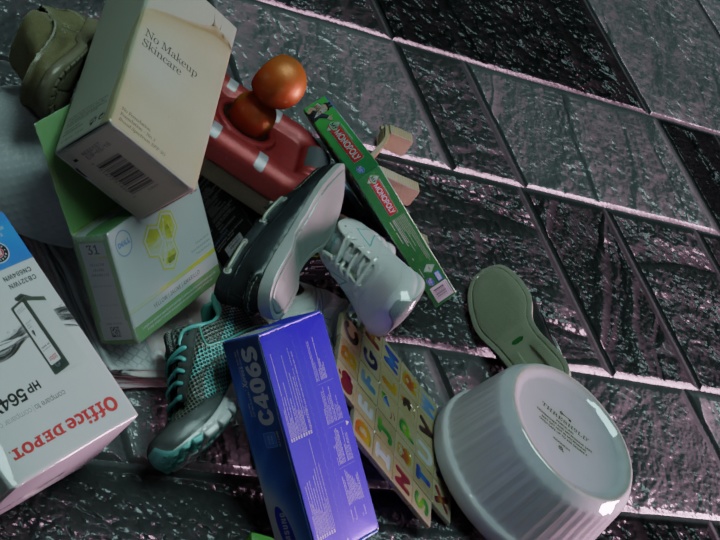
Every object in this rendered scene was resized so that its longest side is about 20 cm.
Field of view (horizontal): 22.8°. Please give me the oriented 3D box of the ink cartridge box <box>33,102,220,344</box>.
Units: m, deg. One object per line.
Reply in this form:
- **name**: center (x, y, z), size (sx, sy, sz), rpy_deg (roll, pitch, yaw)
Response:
- **ink cartridge box**: center (-0.196, -0.056, 1.538), size (0.146, 0.048, 0.201), rpy_deg (-41, 124, -54)

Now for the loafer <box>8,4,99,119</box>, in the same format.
- **loafer**: center (-0.278, -0.185, 1.574), size (0.067, 0.076, 0.200), rpy_deg (21, 17, -8)

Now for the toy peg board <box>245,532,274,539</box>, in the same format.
- **toy peg board**: center (-0.036, 0.310, 1.375), size (0.199, 0.098, 0.200), rpy_deg (20, 38, -27)

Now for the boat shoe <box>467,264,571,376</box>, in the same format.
- **boat shoe**: center (0.170, 0.076, 1.897), size (0.068, 0.072, 0.200), rpy_deg (59, 3, -48)

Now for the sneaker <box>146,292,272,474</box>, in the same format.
- **sneaker**: center (-0.141, 0.093, 1.532), size (0.091, 0.078, 0.200), rpy_deg (40, 41, -3)

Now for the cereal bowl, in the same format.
- **cereal bowl**: center (-0.276, -0.108, 1.605), size (0.200, 0.083, 0.200), rpy_deg (23, 24, -11)

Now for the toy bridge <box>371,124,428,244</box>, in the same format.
- **toy bridge**: center (0.032, -0.097, 1.982), size (0.067, 0.027, 0.200), rpy_deg (21, 37, -24)

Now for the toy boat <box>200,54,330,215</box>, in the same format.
- **toy boat**: center (-0.101, -0.151, 1.676), size (0.200, 0.131, 0.131), rpy_deg (34, 28, -14)

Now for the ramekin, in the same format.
- **ramekin**: center (0.174, 0.180, 1.718), size (0.202, 0.094, 0.203), rpy_deg (30, 36, -24)

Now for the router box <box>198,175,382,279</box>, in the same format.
- **router box**: center (-0.087, -0.065, 1.780), size (0.200, 0.062, 0.150), rpy_deg (-2, 50, -53)

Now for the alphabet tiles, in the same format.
- **alphabet tiles**: center (0.032, 0.137, 1.651), size (0.200, 0.006, 0.167), rpy_deg (52, 26, -28)

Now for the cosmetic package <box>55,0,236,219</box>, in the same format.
- **cosmetic package**: center (-0.180, -0.155, 1.523), size (0.103, 0.073, 0.200), rpy_deg (39, 43, -32)

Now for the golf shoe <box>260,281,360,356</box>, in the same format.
- **golf shoe**: center (-0.062, 0.072, 1.660), size (0.097, 0.078, 0.200), rpy_deg (32, 24, 0)

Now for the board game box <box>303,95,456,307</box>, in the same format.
- **board game box**: center (0.020, -0.067, 1.771), size (0.200, 0.029, 0.135), rpy_deg (57, -1, -44)

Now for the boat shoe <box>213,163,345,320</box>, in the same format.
- **boat shoe**: center (-0.069, -0.035, 1.596), size (0.060, 0.076, 0.200), rpy_deg (12, 37, 17)

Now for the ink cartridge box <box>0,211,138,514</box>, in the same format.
- **ink cartridge box**: center (-0.289, 0.075, 1.376), size (0.200, 0.084, 0.146), rpy_deg (54, 41, 5)

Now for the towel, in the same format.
- **towel**: center (-0.197, 0.019, 1.619), size (0.191, 0.032, 0.200), rpy_deg (-1, 51, -45)

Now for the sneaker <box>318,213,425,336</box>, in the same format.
- **sneaker**: center (0.000, 0.000, 1.657), size (0.080, 0.070, 0.200), rpy_deg (39, 5, -23)

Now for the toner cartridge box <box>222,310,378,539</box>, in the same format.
- **toner cartridge box**: center (-0.050, 0.143, 1.518), size (0.095, 0.043, 0.201), rpy_deg (-19, 96, -53)
